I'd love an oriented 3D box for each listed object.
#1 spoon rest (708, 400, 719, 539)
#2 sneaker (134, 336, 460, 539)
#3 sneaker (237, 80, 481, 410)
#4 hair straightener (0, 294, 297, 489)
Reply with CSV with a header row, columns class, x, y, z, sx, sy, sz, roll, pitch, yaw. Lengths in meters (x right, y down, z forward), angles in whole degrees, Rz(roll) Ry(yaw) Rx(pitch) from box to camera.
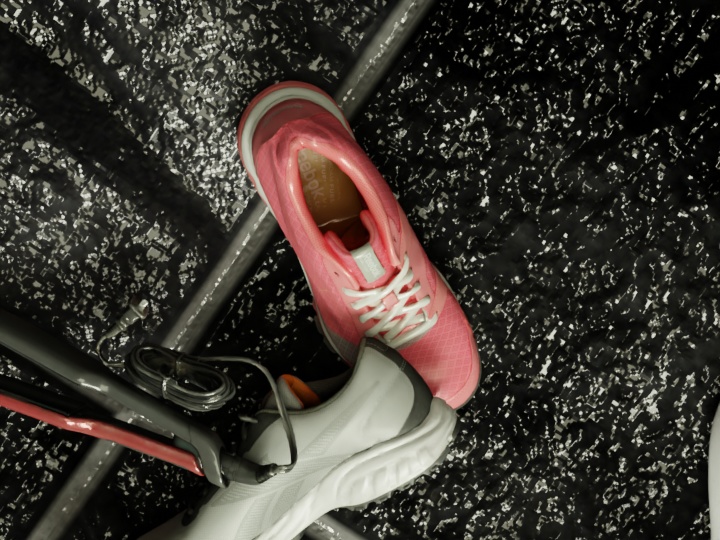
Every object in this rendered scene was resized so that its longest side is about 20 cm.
class,x,y,z,sx,sy,sz,roll,pitch,yaw
spoon rest,0.226,0.142,1.231,0.099,0.061,0.201,22,77,-10
sneaker,-0.047,0.103,1.168,0.200,0.074,0.080,-33,102,14
sneaker,0.000,0.000,1.150,0.074,0.087,0.201,-32,107,0
hair straightener,-0.119,0.053,1.131,0.199,0.041,0.077,21,100,15
